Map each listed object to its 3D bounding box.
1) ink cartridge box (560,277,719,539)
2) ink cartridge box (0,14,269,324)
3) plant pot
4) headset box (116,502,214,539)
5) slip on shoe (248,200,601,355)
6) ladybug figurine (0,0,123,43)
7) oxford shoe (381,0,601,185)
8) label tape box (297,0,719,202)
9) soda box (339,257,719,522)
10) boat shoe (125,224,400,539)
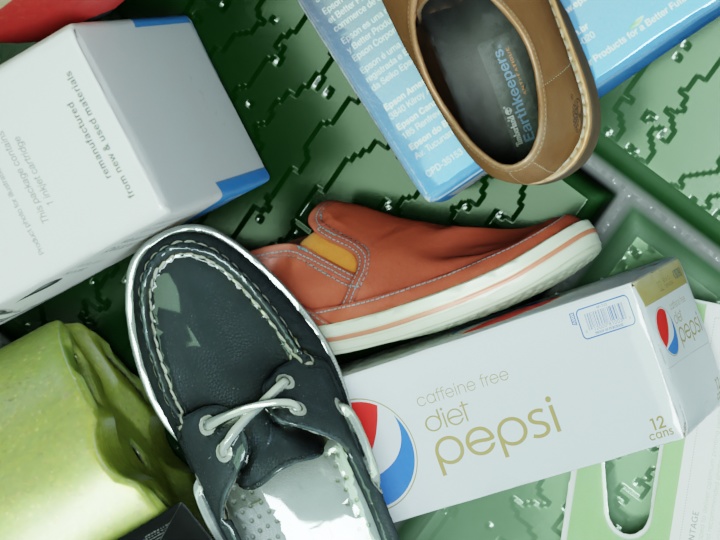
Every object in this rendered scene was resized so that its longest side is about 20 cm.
[{"bbox_3d":[0.182,0.090,0.935,0.199,0.048,0.147,14,100,34],"label":"ink cartridge box"},{"bbox_3d":[-0.156,-0.021,0.956,0.199,0.146,0.085,-28,91,16],"label":"ink cartridge box"},{"bbox_3d":[-0.157,0.123,0.965,0.184,0.200,0.201,-34,88,5],"label":"plant pot"},{"bbox_3d":[-0.083,0.215,0.901,0.148,0.075,0.201,-29,122,-14],"label":"headset box"},{"bbox_3d":[0.000,0.000,0.959,0.199,0.074,0.062,-10,91,20],"label":"slip on shoe"},{"bbox_3d":[-0.116,-0.143,0.922,0.072,0.200,0.136,38,76,-18],"label":"ladybug figurine"},{"bbox_3d":[0.029,-0.125,0.869,0.071,0.071,0.201,-29,86,18],"label":"oxford shoe"},{"bbox_3d":[0.036,-0.150,0.933,0.143,0.066,0.201,-34,85,16],"label":"label tape box"},{"bbox_3d":[0.040,0.056,0.940,0.199,0.068,0.064,-18,92,25],"label":"soda box"},{"bbox_3d":[-0.028,0.073,0.891,0.075,0.060,0.201,-32,92,-2],"label":"boat shoe"}]
